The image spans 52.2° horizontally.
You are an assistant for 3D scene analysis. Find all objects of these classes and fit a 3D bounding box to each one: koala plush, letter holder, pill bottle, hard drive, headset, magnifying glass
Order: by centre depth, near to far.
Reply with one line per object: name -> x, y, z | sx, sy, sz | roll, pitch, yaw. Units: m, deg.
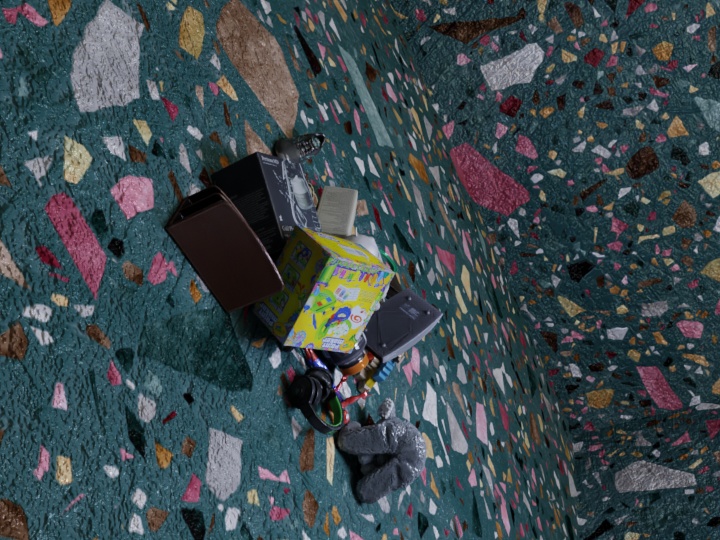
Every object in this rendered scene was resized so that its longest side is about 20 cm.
letter holder -> -0.225, -0.048, 1.321 | 0.202, 0.140, 0.101 | 58, 25, -27
headset -> -0.091, 0.228, 1.479 | 0.202, 0.093, 0.123 | 56, 21, 6
pill bottle -> -0.053, 0.133, 1.634 | 0.203, 0.104, 0.107 | 63, 23, -19
koala plush -> 0.067, 0.390, 1.652 | 0.200, 0.180, 0.181 | -33, 103, -80
hard drive -> 0.085, 0.131, 1.732 | 0.198, 0.134, 0.043 | -33, 140, -29
magnifying glass -> 0.032, -0.023, 1.845 | 0.080, 0.022, 0.199 | 57, 21, 21

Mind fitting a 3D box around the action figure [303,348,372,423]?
action figure -> -0.049, 0.226, 1.578 | 0.065, 0.097, 0.204 | 3, -65, 69

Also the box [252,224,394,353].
box -> -0.070, 0.042, 1.433 | 0.198, 0.195, 0.122 | 15, 19, -50

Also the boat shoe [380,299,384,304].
boat shoe -> 0.030, 0.083, 1.853 | 0.074, 0.065, 0.200 | 59, 4, -7

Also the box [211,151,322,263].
box -> -0.183, -0.117, 1.512 | 0.199, 0.122, 0.201 | -2, 71, -67

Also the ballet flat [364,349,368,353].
ballet flat -> -0.015, 0.152, 1.793 | 0.063, 0.068, 0.202 | -45, 114, -36

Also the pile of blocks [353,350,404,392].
pile of blocks -> 0.052, 0.202, 1.758 | 0.062, 0.202, 0.082 | 40, -11, -28

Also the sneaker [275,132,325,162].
sneaker -> -0.147, -0.305, 1.809 | 0.077, 0.078, 0.200 | 65, 24, -13

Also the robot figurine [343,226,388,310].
robot figurine -> 0.000, 0.000, 1.698 | 0.171, 0.111, 0.202 | -63, 144, -40

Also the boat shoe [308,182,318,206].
boat shoe -> -0.142, -0.169, 1.712 | 0.199, 0.073, 0.077 | -9, 80, -68

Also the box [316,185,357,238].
box -> -0.064, -0.118, 1.804 | 0.202, 0.093, 0.079 | -77, 175, -51

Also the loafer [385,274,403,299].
loafer -> 0.066, 0.025, 1.926 | 0.199, 0.072, 0.073 | 40, 0, 33
